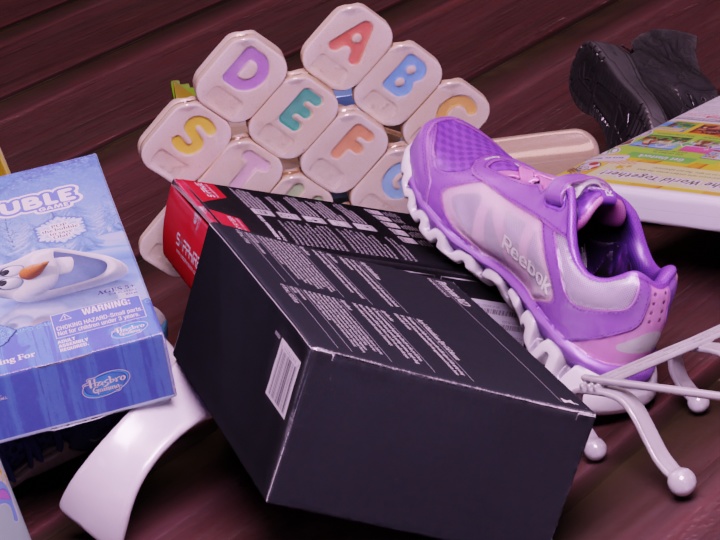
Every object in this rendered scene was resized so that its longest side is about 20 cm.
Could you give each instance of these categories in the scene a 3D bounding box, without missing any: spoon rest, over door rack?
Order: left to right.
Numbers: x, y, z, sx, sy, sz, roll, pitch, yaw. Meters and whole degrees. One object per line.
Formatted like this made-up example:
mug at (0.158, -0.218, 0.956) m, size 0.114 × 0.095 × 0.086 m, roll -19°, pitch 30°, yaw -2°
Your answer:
spoon rest at (-0.071, 0.069, 1.135) m, size 0.099 × 0.061 × 0.200 m, roll 34°, pitch 41°, yaw 17°
over door rack at (0.206, 0.047, 1.019) m, size 0.147 × 0.067 × 0.200 m, roll -22°, pitch 0°, yaw -28°

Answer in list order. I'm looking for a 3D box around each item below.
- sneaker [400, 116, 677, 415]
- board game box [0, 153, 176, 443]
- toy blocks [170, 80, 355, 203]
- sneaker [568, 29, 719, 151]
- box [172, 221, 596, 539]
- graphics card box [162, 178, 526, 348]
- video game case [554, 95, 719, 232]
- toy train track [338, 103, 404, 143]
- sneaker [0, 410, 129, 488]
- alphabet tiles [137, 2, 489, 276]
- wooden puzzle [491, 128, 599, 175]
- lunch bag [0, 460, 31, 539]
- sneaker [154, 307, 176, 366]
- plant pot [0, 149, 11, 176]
sneaker at (0.099, -0.022, 1.144) m, size 0.080 × 0.089 × 0.200 m, roll -11°, pitch 49°, yaw -36°
board game box at (-0.212, 0.022, 1.131) m, size 0.199 × 0.044 × 0.199 m, roll -14°, pitch 32°, yaw -10°
toy blocks at (-0.042, -0.060, 1.389) m, size 0.136 × 0.100 × 0.200 m, roll -7°, pitch 33°, yaw -6°
sneaker at (0.205, -0.101, 1.465) m, size 0.104 × 0.060 × 0.200 m, roll 10°, pitch 35°, yaw -24°
box at (0.004, 0.053, 1.041) m, size 0.140 × 0.079 × 0.200 m, roll 12°, pitch 13°, yaw -20°
graphics card box at (0.000, 0.000, 1.212) m, size 0.199 × 0.051 × 0.125 m, roll 7°, pitch 14°, yaw -21°
video game case at (0.238, -0.064, 1.268) m, size 0.181 × 0.023 × 0.199 m, roll -26°, pitch 23°, yaw -35°
toy train track at (0.022, -0.066, 1.320) m, size 0.199 × 0.033 × 0.115 m, roll 16°, pitch 10°, yaw -5°
sneaker at (-0.204, 0.104, 1.123) m, size 0.198 × 0.081 × 0.115 m, roll -23°, pitch 24°, yaw -11°
alphabet tiles at (-0.026, -0.051, 1.259) m, size 0.196 × 0.200 × 0.015 m, roll -47°, pitch 32°, yaw 16°
wooden puzzle at (0.057, -0.029, 1.411) m, size 0.184 × 0.037 × 0.200 m, roll -7°, pitch 24°, yaw 14°
lunch bag at (-0.244, 0.123, 0.926) m, size 0.121 × 0.171 × 0.200 m, roll -7°, pitch 18°, yaw 37°
sneaker at (-0.138, 0.042, 1.262) m, size 0.086 × 0.075 × 0.200 m, roll -16°, pitch 19°, yaw -33°
plant pot at (-0.380, -0.060, 1.528) m, size 0.176 × 0.201 × 0.200 m, roll -12°, pitch 16°, yaw 31°
